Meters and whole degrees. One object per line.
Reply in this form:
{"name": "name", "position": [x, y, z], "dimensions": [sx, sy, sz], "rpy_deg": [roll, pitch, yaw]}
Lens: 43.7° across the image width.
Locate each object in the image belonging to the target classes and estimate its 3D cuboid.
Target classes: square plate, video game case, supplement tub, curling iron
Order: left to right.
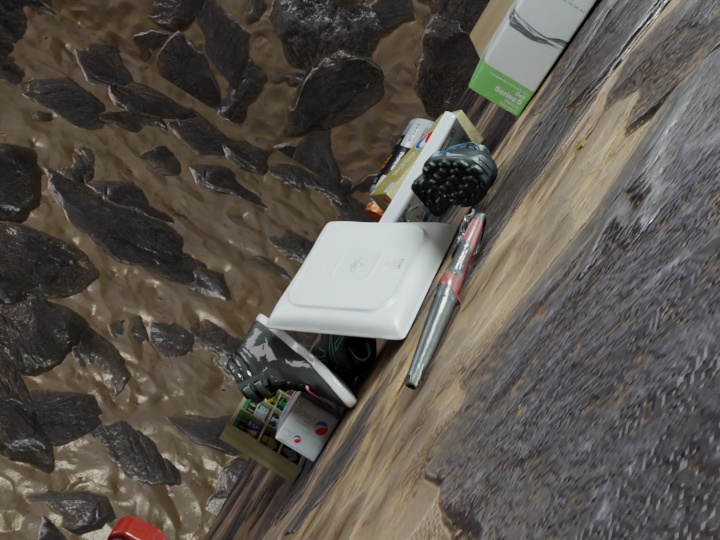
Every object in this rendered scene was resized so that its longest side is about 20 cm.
{"name": "square plate", "position": [0.000, 0.000, 1.124], "dimensions": [0.201, 0.196, 0.029], "rpy_deg": [-61, -40, -38]}
{"name": "supplement tub", "position": [0.098, -0.173, 1.688], "dimensions": [0.201, 0.122, 0.123], "rpy_deg": [-59, 2, -7]}
{"name": "video game case", "position": [0.104, -0.124, 1.363], "dimensions": [0.201, 0.024, 0.182], "rpy_deg": [-59, -20, 1]}
{"name": "curling iron", "position": [0.081, 0.024, 0.818], "dimensions": [0.050, 0.025, 0.201], "rpy_deg": [89, -160, -52]}

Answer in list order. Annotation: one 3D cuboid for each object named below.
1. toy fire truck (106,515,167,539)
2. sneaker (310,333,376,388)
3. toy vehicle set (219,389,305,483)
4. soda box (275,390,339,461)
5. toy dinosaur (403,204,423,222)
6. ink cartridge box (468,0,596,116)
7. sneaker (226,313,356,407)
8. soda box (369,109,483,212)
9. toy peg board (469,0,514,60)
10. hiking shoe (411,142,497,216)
{"name": "toy fire truck", "position": [-0.184, 0.325, 0.831], "dimensions": [0.201, 0.167, 0.112], "rpy_deg": [-57, 3, 33]}
{"name": "sneaker", "position": [-0.022, 0.112, 1.192], "dimensions": [0.075, 0.080, 0.201], "rpy_deg": [-16, -40, -21]}
{"name": "toy vehicle set", "position": [-0.132, 0.236, 1.366], "dimensions": [0.027, 0.124, 0.200], "rpy_deg": [-58, 3, 15]}
{"name": "soda box", "position": [-0.075, 0.209, 1.274], "dimensions": [0.068, 0.063, 0.200], "rpy_deg": [-59, 2, -2]}
{"name": "toy dinosaur", "position": [0.067, -0.015, 1.232], "dimensions": [0.102, 0.077, 0.201], "rpy_deg": [-33, 18, 53]}
{"name": "ink cartridge box", "position": [0.237, -0.329, 1.188], "dimensions": [0.201, 0.084, 0.146], "rpy_deg": [-57, 3, 40]}
{"name": "sneaker", "position": [-0.094, 0.145, 1.161], "dimensions": [0.099, 0.199, 0.071], "rpy_deg": [-50, -36, -9]}
{"name": "soda box", "position": [0.110, -0.169, 1.468], "dimensions": [0.200, 0.068, 0.064], "rpy_deg": [-48, 20, -16]}
{"name": "toy peg board", "position": [0.319, -0.496, 1.759], "dimensions": [0.201, 0.097, 0.200], "rpy_deg": [-58, 18, 26]}
{"name": "hiking shoe", "position": [0.119, -0.125, 1.066], "dimensions": [0.087, 0.074, 0.200], "rpy_deg": [-46, 8, -10]}
